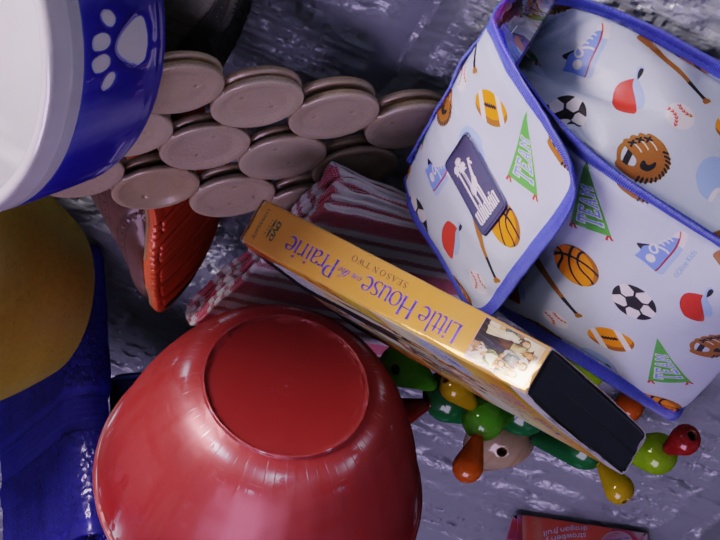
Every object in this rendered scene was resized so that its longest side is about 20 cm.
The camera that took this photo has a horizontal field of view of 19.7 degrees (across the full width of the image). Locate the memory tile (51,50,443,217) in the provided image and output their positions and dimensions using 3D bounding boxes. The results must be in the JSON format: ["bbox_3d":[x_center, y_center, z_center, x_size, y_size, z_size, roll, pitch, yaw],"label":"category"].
[{"bbox_3d":[-0.064,-0.069,1.119,0.199,0.017,0.153,6,152,-37],"label":"memory tile"}]

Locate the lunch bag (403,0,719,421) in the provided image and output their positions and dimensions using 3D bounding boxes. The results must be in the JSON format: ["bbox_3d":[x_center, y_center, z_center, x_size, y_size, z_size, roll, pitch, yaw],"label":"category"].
[{"bbox_3d":[0.125,-0.037,1.068,0.199,0.124,0.170,33,147,2],"label":"lunch bag"}]

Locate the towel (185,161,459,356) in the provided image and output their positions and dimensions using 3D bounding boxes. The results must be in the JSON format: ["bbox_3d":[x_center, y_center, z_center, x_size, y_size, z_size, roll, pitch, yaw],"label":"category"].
[{"bbox_3d":[0.000,0.000,1.236,0.146,0.030,0.200,12,152,-26],"label":"towel"}]

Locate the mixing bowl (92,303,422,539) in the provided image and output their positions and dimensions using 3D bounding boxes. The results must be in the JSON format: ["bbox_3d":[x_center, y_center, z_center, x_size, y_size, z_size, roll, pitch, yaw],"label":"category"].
[{"bbox_3d":[-0.050,0.095,1.194,0.199,0.201,0.109,19,142,0],"label":"mixing bowl"}]

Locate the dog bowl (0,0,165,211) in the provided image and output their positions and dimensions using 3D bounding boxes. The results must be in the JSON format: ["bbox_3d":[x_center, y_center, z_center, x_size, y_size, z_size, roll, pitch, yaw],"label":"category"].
[{"bbox_3d":[-0.191,-0.131,1.026,0.199,0.079,0.201,17,117,38],"label":"dog bowl"}]

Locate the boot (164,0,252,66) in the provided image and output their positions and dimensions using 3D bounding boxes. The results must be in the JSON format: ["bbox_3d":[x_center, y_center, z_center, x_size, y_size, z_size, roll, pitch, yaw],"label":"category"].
[{"bbox_3d":[-0.112,-0.170,1.043,0.130,0.068,0.200,27,145,-2],"label":"boot"}]

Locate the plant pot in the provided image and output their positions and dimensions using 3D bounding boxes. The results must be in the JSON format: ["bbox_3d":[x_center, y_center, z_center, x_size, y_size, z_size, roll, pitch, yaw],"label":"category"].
[{"bbox_3d":[-0.249,0.007,1.276,0.141,0.201,0.200,12,156,-38],"label":"plant pot"}]

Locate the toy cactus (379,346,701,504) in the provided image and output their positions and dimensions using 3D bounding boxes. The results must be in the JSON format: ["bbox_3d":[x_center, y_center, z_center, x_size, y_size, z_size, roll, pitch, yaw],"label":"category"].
[{"bbox_3d":[0.101,0.103,1.315,0.199,0.103,0.165,8,160,-9],"label":"toy cactus"}]

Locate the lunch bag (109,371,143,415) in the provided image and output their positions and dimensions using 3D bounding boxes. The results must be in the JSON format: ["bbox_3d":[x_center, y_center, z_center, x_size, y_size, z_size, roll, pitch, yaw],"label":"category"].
[{"bbox_3d":[-0.069,0.121,1.370,0.199,0.133,0.136,-6,165,25],"label":"lunch bag"}]

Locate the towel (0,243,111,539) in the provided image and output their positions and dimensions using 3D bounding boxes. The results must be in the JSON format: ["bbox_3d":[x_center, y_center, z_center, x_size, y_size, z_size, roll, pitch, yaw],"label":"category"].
[{"bbox_3d":[-0.194,0.100,1.362,0.049,0.201,0.148,7,155,-31],"label":"towel"}]

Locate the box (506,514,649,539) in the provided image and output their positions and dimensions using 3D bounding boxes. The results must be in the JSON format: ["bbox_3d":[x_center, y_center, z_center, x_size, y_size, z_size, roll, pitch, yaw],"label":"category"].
[{"bbox_3d":[0.161,0.273,1.516,0.102,0.095,0.200,7,145,18],"label":"box"}]

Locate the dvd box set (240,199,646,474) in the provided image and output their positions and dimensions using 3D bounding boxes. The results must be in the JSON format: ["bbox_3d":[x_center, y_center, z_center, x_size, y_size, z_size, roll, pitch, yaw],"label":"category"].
[{"bbox_3d":[0.045,0.036,1.112,0.199,0.030,0.146,28,174,33],"label":"dvd box set"}]

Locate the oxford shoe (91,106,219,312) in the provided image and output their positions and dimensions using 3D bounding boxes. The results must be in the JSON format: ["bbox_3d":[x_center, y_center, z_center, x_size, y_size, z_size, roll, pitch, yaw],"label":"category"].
[{"bbox_3d":[-0.129,-0.055,1.226,0.072,0.071,0.201,26,144,20],"label":"oxford shoe"}]
